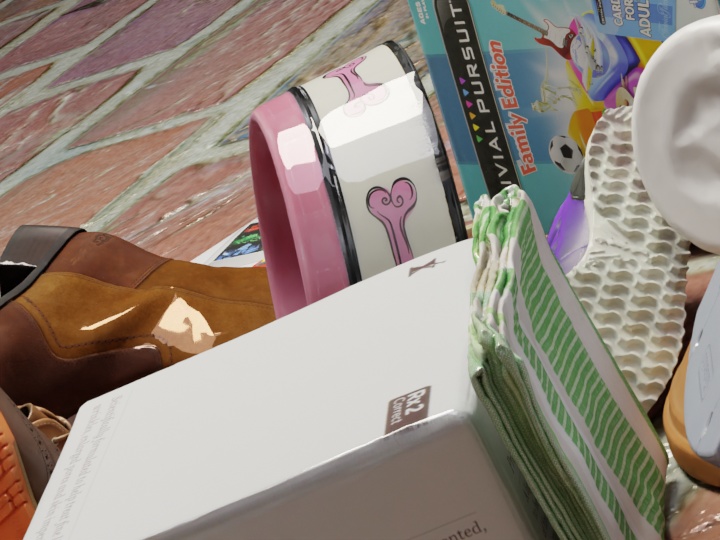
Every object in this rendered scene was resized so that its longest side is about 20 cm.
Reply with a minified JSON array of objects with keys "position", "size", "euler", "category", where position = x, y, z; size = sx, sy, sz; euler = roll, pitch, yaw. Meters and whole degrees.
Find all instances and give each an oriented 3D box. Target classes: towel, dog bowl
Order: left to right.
[{"position":[0.000,0.000,1.160],"size":[0.073,0.202,0.200],"euler":[-12,15,-7],"category":"dog bowl"},{"position":[0.083,0.057,0.959],"size":[0.023,0.153,0.200],"euler":[-26,15,12],"category":"towel"}]

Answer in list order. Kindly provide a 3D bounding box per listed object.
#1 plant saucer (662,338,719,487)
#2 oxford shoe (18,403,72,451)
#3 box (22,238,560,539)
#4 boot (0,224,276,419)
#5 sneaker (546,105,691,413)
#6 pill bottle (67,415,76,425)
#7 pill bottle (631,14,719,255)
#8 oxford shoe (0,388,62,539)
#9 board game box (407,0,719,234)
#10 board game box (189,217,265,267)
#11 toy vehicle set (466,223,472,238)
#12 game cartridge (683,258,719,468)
[{"position":[0.217,0.024,1.065],"size":[0.199,0.038,0.200],"euler":[-25,16,8],"category":"plant saucer"},{"position":[-0.137,0.101,1.162],"size":[0.199,0.072,0.071],"euler":[11,12,-24],"category":"oxford shoe"},{"position":[-0.015,0.107,0.998],"size":[0.199,0.131,0.199],"euler":[-23,16,12],"category":"box"},{"position":[-0.099,0.058,1.263],"size":[0.198,0.069,0.189],"euler":[8,37,10],"category":"boot"},{"position":[0.110,0.025,1.186],"size":[0.100,0.069,0.201],"euler":[113,179,-52],"category":"sneaker"},{"position":[-0.240,0.109,1.371],"size":[0.199,0.114,0.114],"euler":[-34,18,-25],"category":"pill bottle"},{"position":[0.226,-0.078,1.186],"size":[0.110,0.112,0.199],"euler":[-11,4,43],"category":"pill bottle"},{"position":[-0.146,0.108,1.104],"size":[0.071,0.201,0.073],"euler":[-35,-10,29],"category":"oxford shoe"},{"position":[0.128,-0.095,1.314],"size":[0.199,0.152,0.047],"euler":[1,26,43],"category":"board game box"},{"position":[-0.041,0.007,1.422],"size":[0.126,0.035,0.200],"euler":[-33,17,-19],"category":"board game box"},{"position":[0.018,0.034,1.359],"size":[0.124,0.027,0.200],"euler":[-20,17,22],"category":"toy vehicle set"},{"position":[0.160,0.005,0.939],"size":[0.200,0.040,0.134],"euler":[-66,1,-75],"category":"game cartridge"}]
